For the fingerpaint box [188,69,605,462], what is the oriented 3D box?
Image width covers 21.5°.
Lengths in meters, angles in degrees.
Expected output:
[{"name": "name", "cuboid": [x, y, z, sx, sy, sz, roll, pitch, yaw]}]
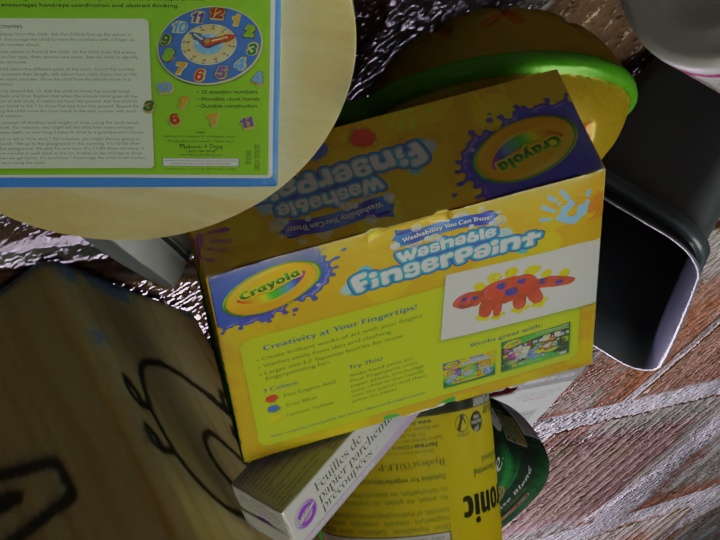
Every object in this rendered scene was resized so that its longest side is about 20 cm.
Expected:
[{"name": "fingerpaint box", "cuboid": [0.018, 0.000, 0.968, 0.198, 0.074, 0.168, -16, 144, -7]}]

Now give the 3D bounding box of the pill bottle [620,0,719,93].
[{"name": "pill bottle", "cuboid": [0.237, -0.155, 1.115, 0.113, 0.114, 0.199, -40, 157, 20]}]

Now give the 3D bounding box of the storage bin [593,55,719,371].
[{"name": "storage bin", "cuboid": [0.183, -0.050, 1.270, 0.135, 0.145, 0.200, -54, 166, -22]}]

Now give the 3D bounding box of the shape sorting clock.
[{"name": "shape sorting clock", "cuboid": [-0.100, -0.095, 0.773, 0.198, 0.039, 0.201, -2, 133, -2]}]

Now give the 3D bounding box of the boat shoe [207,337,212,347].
[{"name": "boat shoe", "cuboid": [-0.110, 0.102, 1.237, 0.199, 0.072, 0.060, -33, -159, 11]}]

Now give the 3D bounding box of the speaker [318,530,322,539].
[{"name": "speaker", "cuboid": [-0.026, 0.168, 1.324, 0.088, 0.201, 0.089, -20, 159, -8]}]

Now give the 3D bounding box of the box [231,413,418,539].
[{"name": "box", "cuboid": [0.009, 0.067, 1.050, 0.200, 0.041, 0.039, -48, 142, -27]}]

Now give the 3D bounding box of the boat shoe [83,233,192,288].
[{"name": "boat shoe", "cuboid": [-0.125, -0.059, 0.903, 0.070, 0.070, 0.200, -61, 149, -10]}]

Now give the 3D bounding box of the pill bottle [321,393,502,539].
[{"name": "pill bottle", "cuboid": [0.031, 0.158, 1.148, 0.110, 0.202, 0.111, -5, -176, 0]}]

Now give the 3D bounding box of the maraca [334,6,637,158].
[{"name": "maraca", "cuboid": [0.054, -0.083, 1.043, 0.198, 0.108, 0.137, -11, 160, 17]}]

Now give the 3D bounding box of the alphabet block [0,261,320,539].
[{"name": "alphabet block", "cuboid": [-0.164, 0.143, 1.091, 0.196, 0.201, 0.195, -37, 159, 13]}]

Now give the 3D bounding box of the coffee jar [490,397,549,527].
[{"name": "coffee jar", "cuboid": [0.052, 0.123, 1.295, 0.104, 0.086, 0.200, -41, 152, 8]}]

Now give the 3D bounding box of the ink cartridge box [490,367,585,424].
[{"name": "ink cartridge box", "cuboid": [0.050, 0.105, 1.463, 0.199, 0.084, 0.176, -6, 145, -49]}]
